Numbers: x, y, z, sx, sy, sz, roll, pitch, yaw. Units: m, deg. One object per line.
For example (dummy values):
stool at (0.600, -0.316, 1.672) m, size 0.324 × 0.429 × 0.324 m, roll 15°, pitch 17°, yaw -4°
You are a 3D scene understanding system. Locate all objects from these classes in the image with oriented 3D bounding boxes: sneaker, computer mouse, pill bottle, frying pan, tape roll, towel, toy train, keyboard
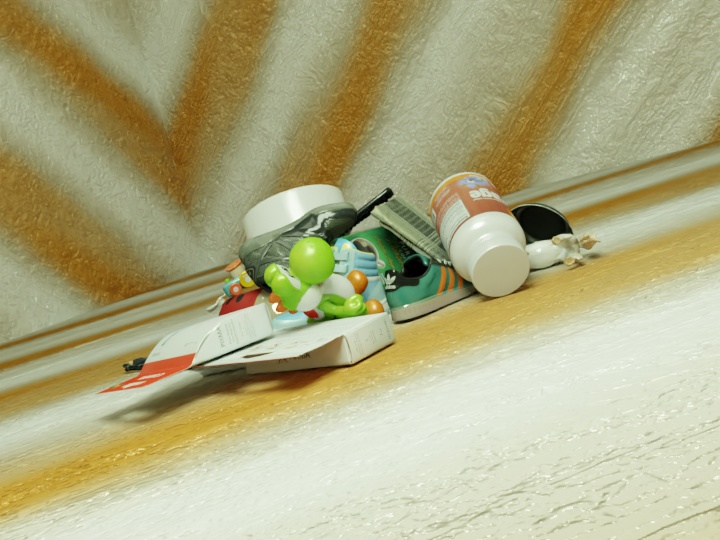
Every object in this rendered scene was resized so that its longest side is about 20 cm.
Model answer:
sneaker at (-0.081, -0.026, 1.301) m, size 0.198 × 0.115 × 0.077 m, roll -25°, pitch -31°, yaw -8°
sneaker at (0.112, 0.008, 1.241) m, size 0.071 × 0.081 × 0.199 m, roll -10°, pitch 8°, yaw 45°
computer mouse at (-0.322, 0.137, 1.444) m, size 0.198 × 0.034 × 0.059 m, roll -16°, pitch 7°, yaw 9°
pill bottle at (0.175, -0.052, 1.224) m, size 0.111 × 0.113 × 0.201 m, roll -16°, pitch 34°, yaw -1°
frying pan at (0.277, -0.048, 1.376) m, size 0.031 × 0.114 × 0.190 m, roll -59°, pitch 0°, yaw -34°
tape roll at (-0.117, -0.082, 1.572) m, size 0.200 × 0.071 × 0.203 m, roll -19°, pitch -16°, yaw -6°
towel at (0.112, -0.051, 1.424) m, size 0.035 × 0.199 × 0.192 m, roll -53°, pitch -7°, yaw 19°
toy train at (-0.189, -0.004, 1.465) m, size 0.199 × 0.056 × 0.150 m, roll -30°, pitch 4°, yaw 26°
keyboard at (-0.022, -0.078, 1.484) m, size 0.199 × 0.021 × 0.127 m, roll -37°, pitch 0°, yaw 4°
sneaker at (-0.055, 0.025, 1.258) m, size 0.198 × 0.132 × 0.079 m, roll -16°, pitch 13°, yaw -29°

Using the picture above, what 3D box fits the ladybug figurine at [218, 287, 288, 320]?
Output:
ladybug figurine at (-0.166, 0.067, 1.369) m, size 0.199 × 0.073 × 0.135 m, roll -17°, pitch 1°, yaw 45°

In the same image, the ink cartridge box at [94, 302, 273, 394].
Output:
ink cartridge box at (-0.235, 0.102, 1.103) m, size 0.199 × 0.058 × 0.162 m, roll -15°, pitch -1°, yaw -40°

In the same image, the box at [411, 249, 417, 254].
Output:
box at (0.187, -0.057, 1.666) m, size 0.198 × 0.080 × 0.141 m, roll -19°, pitch 10°, yaw -25°

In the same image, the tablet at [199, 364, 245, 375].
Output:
tablet at (-0.144, 0.115, 1.277) m, size 0.129 × 0.014 × 0.200 m, roll -14°, pitch 6°, yaw 22°

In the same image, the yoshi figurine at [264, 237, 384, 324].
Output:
yoshi figurine at (-0.040, 0.014, 1.127) m, size 0.111 × 0.113 × 0.199 m, roll 1°, pitch -12°, yaw 36°

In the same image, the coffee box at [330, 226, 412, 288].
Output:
coffee box at (0.000, 0.000, 1.396) m, size 0.198 × 0.124 × 0.044 m, roll -18°, pitch -23°, yaw -31°

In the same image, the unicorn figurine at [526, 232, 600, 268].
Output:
unicorn figurine at (0.266, -0.028, 1.295) m, size 0.197 × 0.075 × 0.137 m, roll 3°, pitch 10°, yaw 15°

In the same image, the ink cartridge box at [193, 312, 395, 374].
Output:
ink cartridge box at (-0.083, 0.105, 1.059) m, size 0.199 × 0.044 × 0.173 m, roll -11°, pitch 8°, yaw 42°
